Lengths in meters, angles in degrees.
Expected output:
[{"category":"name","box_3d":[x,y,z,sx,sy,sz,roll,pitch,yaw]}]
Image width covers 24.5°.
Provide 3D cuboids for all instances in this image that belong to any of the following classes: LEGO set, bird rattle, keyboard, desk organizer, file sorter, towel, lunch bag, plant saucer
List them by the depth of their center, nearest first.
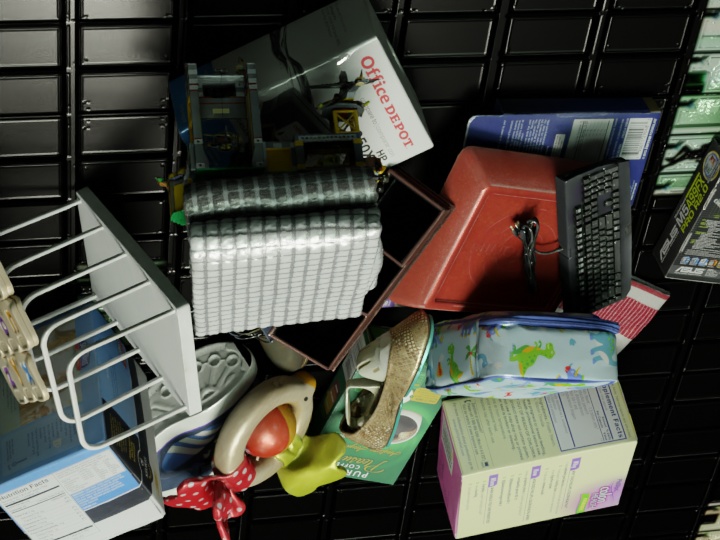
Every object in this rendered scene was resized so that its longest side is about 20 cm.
[{"category":"towel","box_3d":[-0.067,-0.020,1.416,0.165,0.086,0.200,-7,159,-6]},{"category":"LEGO set","box_3d":[-0.081,-0.118,1.435,0.200,0.116,0.154,-5,160,-5]},{"category":"file sorter","box_3d":[-0.253,0.049,1.541,0.124,0.200,0.139,-25,138,-24]},{"category":"desk organizer","box_3d":[0.000,0.000,1.574,0.072,0.077,0.200,37,97,4]},{"category":"keyboard","box_3d":[0.214,-0.022,1.655,0.127,0.021,0.200,-19,135,-8]},{"category":"plant saucer","box_3d":[0.154,-0.026,1.665,0.199,0.037,0.200,5,129,-28]},{"category":"lunch bag","box_3d":[0.165,0.088,1.707,0.161,0.083,0.200,5,171,-20]},{"category":"bird rattle","box_3d":[-0.113,0.183,1.746,0.200,0.113,0.163,-14,129,-39]},{"category":"towel","box_3d":[0.233,0.075,1.847,0.144,0.023,0.200,21,122,-31]}]

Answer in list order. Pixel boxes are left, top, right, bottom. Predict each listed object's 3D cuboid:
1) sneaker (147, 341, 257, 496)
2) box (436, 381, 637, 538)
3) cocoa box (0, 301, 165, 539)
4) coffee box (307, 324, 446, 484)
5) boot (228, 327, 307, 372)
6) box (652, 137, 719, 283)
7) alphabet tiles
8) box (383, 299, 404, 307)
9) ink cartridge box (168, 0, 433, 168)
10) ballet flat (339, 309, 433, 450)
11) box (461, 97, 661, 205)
[{"category":"sneaker","box_3d":[-0.172,0.167,1.790,0.200,0.081,0.146,-38,147,4]},{"category":"box","box_3d":[0.195,0.208,1.877,0.200,0.097,0.176,-10,149,-5]},{"category":"cocoa box","box_3d":[-0.288,0.158,1.651,0.133,0.200,0.131,-23,133,6]},{"category":"coffee box","box_3d":[0.020,0.150,1.838,0.123,0.044,0.200,10,127,-24]},{"category":"boot","box_3d":[-0.106,0.051,1.665,0.075,0.097,0.200,3,133,24]},{"category":"box","box_3d":[0.435,-0.055,1.772,0.200,0.044,0.160,6,129,-21]},{"category":"alphabet tiles","box_3d":[-0.341,0.033,1.530,0.015,0.200,0.196,-29,95,-23]},{"category":"box","box_3d":[0.047,-0.017,1.694,0.200,0.048,0.117,-1,131,-18]},{"category":"ink cartridge box","box_3d":[-0.053,-0.143,1.524,0.200,0.084,0.145,-25,132,7]},{"category":"ballet flat","box_3d":[0.021,0.116,1.729,0.065,0.071,0.200,10,130,-10]},{"category":"box","box_3d":[0.189,-0.116,1.654,0.200,0.032,0.121,-3,131,-16]}]
